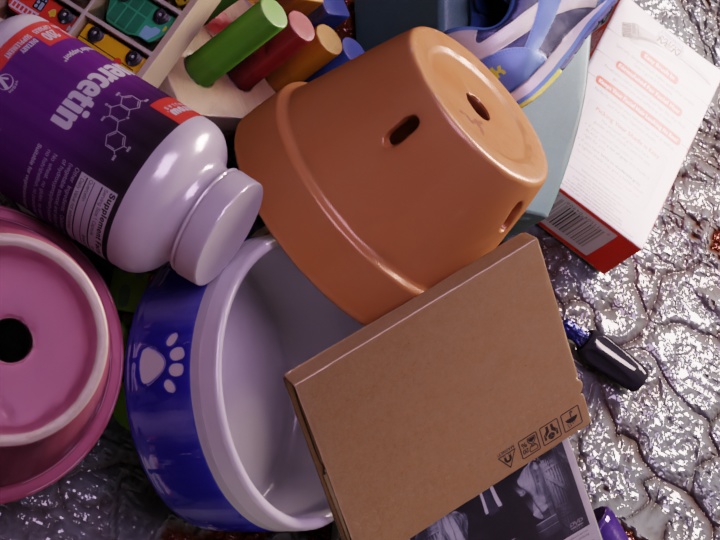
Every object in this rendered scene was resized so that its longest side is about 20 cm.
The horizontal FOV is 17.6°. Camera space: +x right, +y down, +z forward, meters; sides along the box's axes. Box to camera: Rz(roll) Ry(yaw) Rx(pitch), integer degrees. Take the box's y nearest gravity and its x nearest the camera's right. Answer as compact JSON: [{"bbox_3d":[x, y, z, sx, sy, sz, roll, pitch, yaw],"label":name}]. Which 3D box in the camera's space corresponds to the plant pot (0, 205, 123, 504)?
[{"bbox_3d":[-0.237,0.048,1.454,0.200,0.179,0.200,2,83,-17],"label":"plant pot"}]

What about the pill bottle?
[{"bbox_3d":[-0.166,-0.074,1.505,0.200,0.112,0.112,31,55,12],"label":"pill bottle"}]

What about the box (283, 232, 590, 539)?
[{"bbox_3d":[0.056,0.087,1.571,0.200,0.021,0.164,-30,123,-18],"label":"box"}]

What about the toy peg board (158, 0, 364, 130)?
[{"bbox_3d":[-0.075,-0.209,1.681,0.199,0.098,0.200,0,62,-51],"label":"toy peg board"}]

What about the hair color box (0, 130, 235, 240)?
[{"bbox_3d":[-0.186,-0.092,1.643,0.200,0.061,0.102,-35,91,-36],"label":"hair color box"}]

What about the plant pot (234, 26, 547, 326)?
[{"bbox_3d":[0.033,-0.071,1.595,0.200,0.140,0.200,41,24,-23],"label":"plant pot"}]

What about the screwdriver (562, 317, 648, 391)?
[{"bbox_3d":[0.142,0.034,1.803,0.200,0.028,0.029,33,29,-16],"label":"screwdriver"}]

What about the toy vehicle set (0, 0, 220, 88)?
[{"bbox_3d":[-0.195,-0.206,1.609,0.200,0.027,0.124,33,85,24],"label":"toy vehicle set"}]

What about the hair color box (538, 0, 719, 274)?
[{"bbox_3d":[0.204,-0.110,1.876,0.111,0.064,0.200,36,58,-12],"label":"hair color box"}]

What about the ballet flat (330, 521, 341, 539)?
[{"bbox_3d":[0.022,0.133,1.669,0.067,0.064,0.200,34,81,-45],"label":"ballet flat"}]

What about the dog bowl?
[{"bbox_3d":[-0.070,0.077,1.579,0.200,0.079,0.200,14,73,-56],"label":"dog bowl"}]

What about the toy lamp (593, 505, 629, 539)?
[{"bbox_3d":[0.128,0.156,1.729,0.200,0.058,0.058,48,55,-6],"label":"toy lamp"}]

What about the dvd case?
[{"bbox_3d":[0.081,0.144,1.638,0.150,0.025,0.200,-28,113,-19],"label":"dvd case"}]

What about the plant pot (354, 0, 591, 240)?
[{"bbox_3d":[0.083,-0.129,1.771,0.141,0.141,0.200,12,69,-26],"label":"plant pot"}]

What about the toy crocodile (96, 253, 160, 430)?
[{"bbox_3d":[-0.146,0.011,1.595,0.067,0.062,0.200,4,93,-52],"label":"toy crocodile"}]

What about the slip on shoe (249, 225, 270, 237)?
[{"bbox_3d":[0.000,0.000,1.703,0.200,0.074,0.061,7,43,-33],"label":"slip on shoe"}]

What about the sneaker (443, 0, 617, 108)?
[{"bbox_3d":[0.133,-0.201,1.697,0.082,0.074,0.200,44,61,-11],"label":"sneaker"}]
